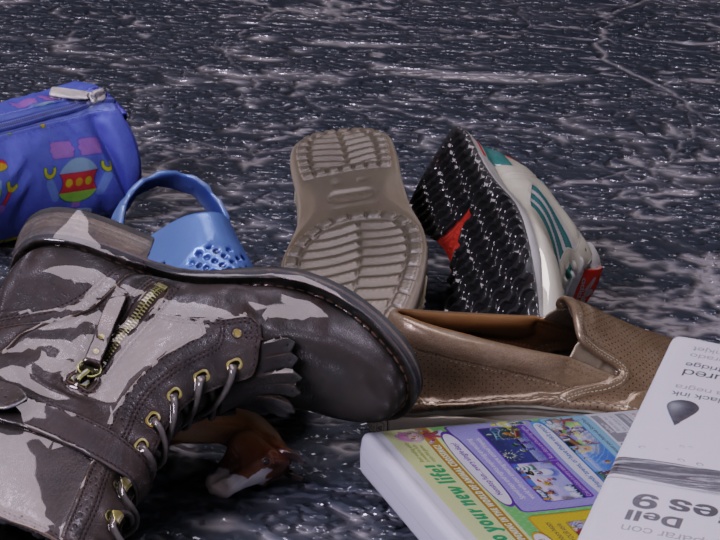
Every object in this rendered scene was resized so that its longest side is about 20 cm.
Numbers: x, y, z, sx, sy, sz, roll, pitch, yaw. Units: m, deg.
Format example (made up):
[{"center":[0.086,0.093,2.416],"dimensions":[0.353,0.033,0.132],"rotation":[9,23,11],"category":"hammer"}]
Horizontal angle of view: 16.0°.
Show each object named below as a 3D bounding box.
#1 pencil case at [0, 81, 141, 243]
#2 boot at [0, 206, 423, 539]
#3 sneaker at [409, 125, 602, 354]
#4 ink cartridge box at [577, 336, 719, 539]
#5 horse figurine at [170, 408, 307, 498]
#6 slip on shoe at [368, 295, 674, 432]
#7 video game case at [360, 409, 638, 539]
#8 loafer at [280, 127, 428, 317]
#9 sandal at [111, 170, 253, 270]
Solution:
[{"center":[-0.209,-0.054,1.413],"dimensions":[0.200,0.087,0.078],"rotation":[-16,47,-43],"category":"pencil case"},{"center":[-0.086,0.068,1.028],"dimensions":[0.200,0.069,0.174],"rotation":[17,43,2],"category":"boot"},{"center":[0.090,-0.001,1.297],"dimensions":[0.093,0.070,0.200],"rotation":[23,22,-22],"category":"sneaker"},{"center":[0.154,0.109,0.879],"dimensions":[0.146,0.084,0.200],"rotation":[11,24,13],"category":"ink cartridge box"},{"center":[-0.134,0.056,1.126],"dimensions":[0.132,0.050,0.200],"rotation":[-18,28,-34],"category":"horse figurine"},{"center":[0.101,0.043,1.171],"dimensions":[0.200,0.061,0.076],"rotation":[-1,17,-10],"category":"slip on shoe"},{"center":[0.117,0.104,1.037],"dimensions":[0.182,0.022,0.200],"rotation":[-4,20,-19],"category":"video game case"},{"center":[0.000,0.000,1.295],"dimensions":[0.076,0.068,0.200],"rotation":[-7,33,5],"category":"loafer"},{"center":[-0.077,0.011,1.215],"dimensions":[0.079,0.087,0.200],"rotation":[-4,20,-26],"category":"sandal"}]
